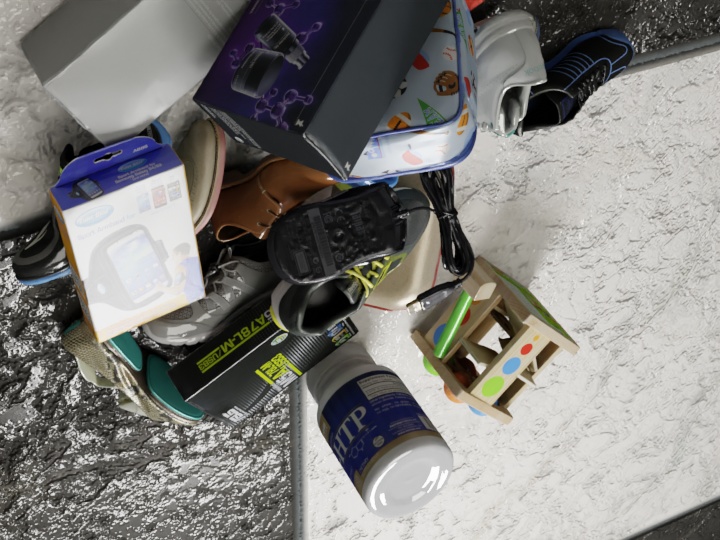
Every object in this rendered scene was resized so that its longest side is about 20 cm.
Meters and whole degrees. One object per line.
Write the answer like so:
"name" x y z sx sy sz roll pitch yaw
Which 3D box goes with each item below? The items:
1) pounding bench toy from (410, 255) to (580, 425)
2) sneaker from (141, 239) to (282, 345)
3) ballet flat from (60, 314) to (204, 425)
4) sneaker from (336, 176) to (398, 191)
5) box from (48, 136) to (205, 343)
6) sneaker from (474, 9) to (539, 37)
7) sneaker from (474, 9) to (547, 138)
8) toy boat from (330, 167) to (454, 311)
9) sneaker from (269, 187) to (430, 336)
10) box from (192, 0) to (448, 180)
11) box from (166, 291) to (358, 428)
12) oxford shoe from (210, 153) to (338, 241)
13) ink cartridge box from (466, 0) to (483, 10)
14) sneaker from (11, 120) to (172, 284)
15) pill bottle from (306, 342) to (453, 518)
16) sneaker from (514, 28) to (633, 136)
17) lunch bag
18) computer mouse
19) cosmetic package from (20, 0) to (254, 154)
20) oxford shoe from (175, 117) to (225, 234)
"pounding bench toy" 0.142 0.083 1.463 0.156 0.125 0.199 -48 136 11
"sneaker" -0.149 0.010 1.258 0.199 0.075 0.083 -28 131 -27
"ballet flat" -0.253 0.114 1.280 0.075 0.068 0.200 -24 134 17
"sneaker" -0.024 -0.154 1.136 0.076 0.105 0.200 -47 116 -14
"box" -0.214 -0.030 1.092 0.118 0.042 0.201 -24 142 -20
"sneaker" 0.105 -0.214 1.204 0.199 0.078 0.085 -31 170 -11
"sneaker" 0.119 -0.160 1.138 0.075 0.089 0.200 -20 165 -24
"toy boat" 0.035 -0.064 1.286 0.129 0.131 0.203 14 105 8
"sneaker" 0.000 0.000 1.173 0.200 0.085 0.075 -44 112 -1
"box" -0.029 -0.195 0.994 0.202 0.140 0.079 -61 144 -10
"box" -0.102 0.090 1.311 0.192 0.048 0.200 -39 162 -4
"oxford shoe" -0.079 -0.070 1.144 0.071 0.072 0.199 13 160 -36
"ink cartridge box" 0.051 -0.295 1.146 0.159 0.047 0.201 -36 135 -2
"sneaker" -0.265 -0.073 1.110 0.200 0.071 0.083 -49 130 4
"pill bottle" 0.015 0.185 1.408 0.118 0.200 0.121 -18 133 -20
"sneaker" 0.235 -0.205 1.320 0.198 0.078 0.071 -26 135 -13
"lunch bag" 0.023 -0.180 1.056 0.158 0.202 0.076 -10 149 15
"computer mouse" 0.012 -0.017 1.123 0.198 0.046 0.142 -25 101 -14
"cosmetic package" -0.186 -0.212 1.032 0.199 0.090 0.107 -37 138 2
"oxford shoe" -0.195 -0.065 1.158 0.074 0.071 0.201 11 118 -36
